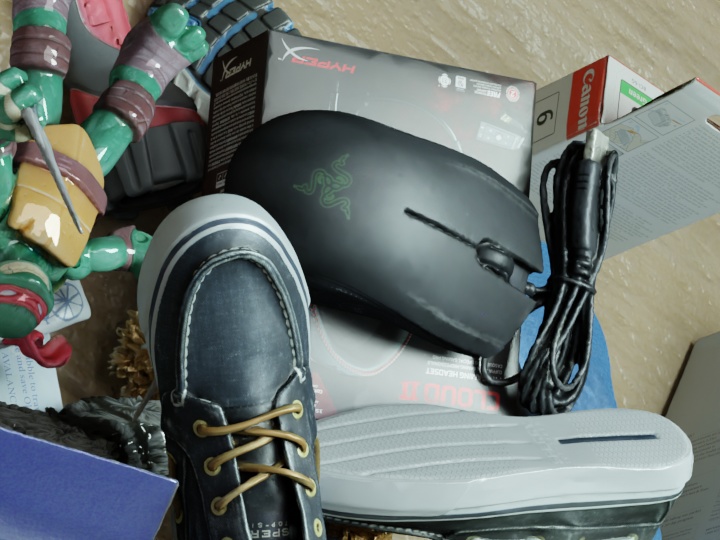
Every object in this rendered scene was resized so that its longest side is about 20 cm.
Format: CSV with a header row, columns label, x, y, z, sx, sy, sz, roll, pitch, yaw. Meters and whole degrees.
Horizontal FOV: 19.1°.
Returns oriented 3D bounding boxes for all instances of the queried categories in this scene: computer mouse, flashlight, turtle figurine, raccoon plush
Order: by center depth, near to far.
label,x,y,z,sx,sy,sz,roll,pitch,yaw
raccoon plush,-0.141,0.133,0.916,0.199,0.097,0.135,3,108,-45
turtle figurine,-0.127,-0.040,0.924,0.150,0.100,0.201,46,41,-45
computer mouse,0.036,-0.020,0.978,0.199,0.053,0.139,16,78,-23
flashlight,-0.126,-0.129,1.075,0.067,0.068,0.201,-7,78,-43

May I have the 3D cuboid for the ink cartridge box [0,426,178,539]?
label,x,y,z,sx,sy,sz,roll,pitch,yaw
ink cartridge box,-0.189,0.150,0.813,0.197,0.047,0.201,19,104,-24

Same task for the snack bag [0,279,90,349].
label,x,y,z,sx,sy,sz,roll,pitch,yaw
snack bag,-0.220,-0.048,0.923,0.188,0.021,0.201,-18,86,-47

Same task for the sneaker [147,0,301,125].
label,x,y,z,sx,sy,sz,roll,pitch,yaw
sneaker,-0.036,-0.075,1.142,0.200,0.087,0.075,42,79,4

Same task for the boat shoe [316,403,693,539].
label,x,y,z,sx,sy,sz,roll,pitch,yaw
boat shoe,0.059,0.107,0.977,0.199,0.071,0.072,2,26,-17

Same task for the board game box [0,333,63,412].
label,x,y,z,sx,sy,sz,roll,pitch,yaw
board game box,-0.233,-0.001,0.937,0.198,0.043,0.201,0,73,-43

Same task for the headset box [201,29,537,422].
label,x,y,z,sx,sy,sz,roll,pitch,yaw
headset box,0.000,0.000,1.030,0.148,0.075,0.201,9,80,-24

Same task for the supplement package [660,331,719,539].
label,x,y,z,sx,sy,sz,roll,pitch,yaw
supplement package,0.270,0.138,1.266,0.151,0.151,0.200,46,47,-18

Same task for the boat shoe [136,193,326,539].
label,x,y,z,sx,sy,sz,roll,pitch,yaw
boat shoe,-0.043,0.072,0.864,0.070,0.201,0.091,-12,36,-13

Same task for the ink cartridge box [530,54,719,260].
label,x,y,z,sx,sy,sz,roll,pitch,yaw
ink cartridge box,0.151,-0.068,1.209,0.109,0.200,0.051,29,55,-31

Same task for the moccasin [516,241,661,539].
label,x,y,z,sx,sy,sz,roll,pitch,yaw
moccasin,0.101,0.084,1.197,0.080,0.068,0.201,-5,75,-36

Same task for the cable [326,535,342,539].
label,x,y,z,sx,sy,sz,roll,pitch,yaw
cable,-0.040,0.178,0.923,0.163,0.200,0.051,-44,141,-21

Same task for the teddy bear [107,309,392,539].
label,x,y,z,sx,sy,sz,roll,pitch,yaw
teddy bear,-0.035,0.063,1.078,0.200,0.067,0.145,53,48,-11
